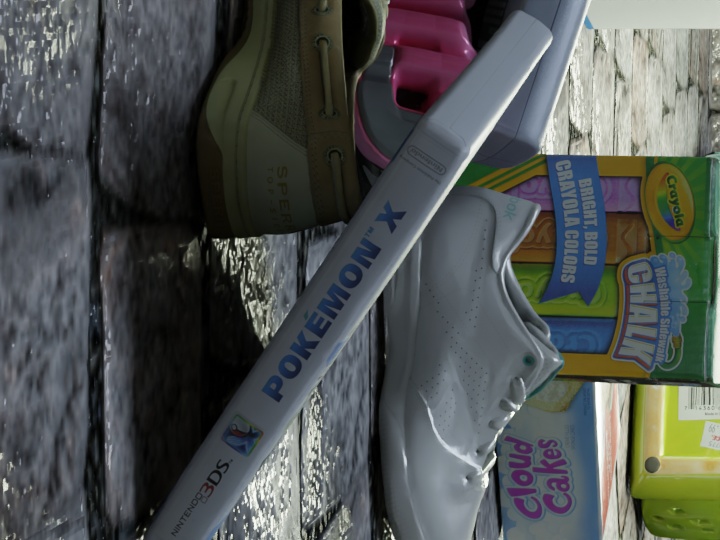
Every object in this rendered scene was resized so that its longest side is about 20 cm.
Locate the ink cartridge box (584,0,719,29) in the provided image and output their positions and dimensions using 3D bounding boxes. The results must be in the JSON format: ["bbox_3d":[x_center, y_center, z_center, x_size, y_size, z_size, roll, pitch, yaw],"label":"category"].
[{"bbox_3d":[0.233,-0.290,1.933,0.147,0.144,0.201,26,66,-77],"label":"ink cartridge box"}]

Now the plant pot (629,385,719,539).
[{"bbox_3d":[0.351,0.141,2.428,0.181,0.199,0.200,40,52,-65],"label":"plant pot"}]

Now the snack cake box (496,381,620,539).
[{"bbox_3d":[0.123,0.061,1.641,0.115,0.067,0.201,-74,161,-56],"label":"snack cake box"}]

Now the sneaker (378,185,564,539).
[{"bbox_3d":[0.057,0.059,1.283,0.075,0.088,0.201,-48,138,-74],"label":"sneaker"}]

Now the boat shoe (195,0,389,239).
[{"bbox_3d":[-0.013,-0.084,1.003,0.201,0.063,0.073,-72,159,-52],"label":"boat shoe"}]

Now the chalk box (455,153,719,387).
[{"bbox_3d":[0.146,0.000,1.427,0.125,0.199,0.125,15,77,-78],"label":"chalk box"}]

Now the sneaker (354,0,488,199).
[{"bbox_3d":[0.026,-0.112,1.201,0.095,0.079,0.201,102,1,-59],"label":"sneaker"}]

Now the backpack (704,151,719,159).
[{"bbox_3d":[0.479,-0.052,2.980,0.150,0.199,0.178,-13,106,-57],"label":"backpack"}]

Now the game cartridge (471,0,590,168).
[{"bbox_3d":[0.070,-0.117,1.247,0.200,0.040,0.134,-131,-118,-79],"label":"game cartridge"}]

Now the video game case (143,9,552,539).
[{"bbox_3d":[0.000,0.000,0.944,0.183,0.022,0.200,-56,179,20],"label":"video game case"}]
